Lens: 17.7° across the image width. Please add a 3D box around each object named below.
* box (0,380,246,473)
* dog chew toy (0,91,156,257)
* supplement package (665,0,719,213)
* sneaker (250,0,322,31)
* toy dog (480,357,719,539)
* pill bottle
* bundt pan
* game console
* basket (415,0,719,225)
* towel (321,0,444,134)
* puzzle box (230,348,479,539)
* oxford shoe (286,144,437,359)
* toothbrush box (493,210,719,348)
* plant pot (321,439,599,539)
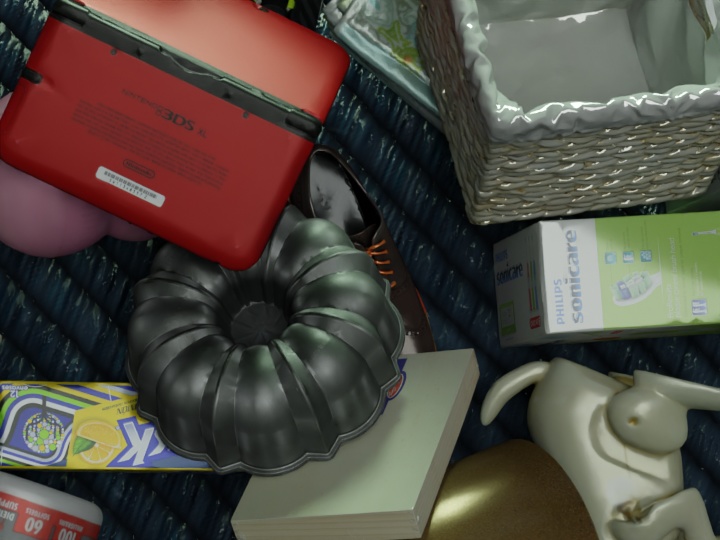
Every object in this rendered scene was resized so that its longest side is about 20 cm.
[{"bbox_3d":[-0.163,0.114,1.662,0.200,0.070,0.064,1,84,-10],"label":"box"},{"bbox_3d":[-0.174,-0.073,1.660,0.200,0.125,0.125,-2,84,-18],"label":"dog chew toy"},{"bbox_3d":[0.308,-0.155,1.732,0.151,0.152,0.200,-5,85,-10],"label":"supplement package"},{"bbox_3d":[-0.058,-0.190,1.707,0.072,0.083,0.200,5,83,-10],"label":"sneaker"},{"bbox_3d":[0.178,0.171,1.681,0.194,0.140,0.200,11,86,-14],"label":"toy dog"},{"bbox_3d":[-0.263,0.243,1.607,0.116,0.116,0.200,19,81,-7],"label":"pill bottle"},{"bbox_3d":[-0.071,0.038,1.601,0.202,0.076,0.202,-3,61,5],"label":"bundt pan"},{"bbox_3d":[-0.129,-0.117,1.609,0.200,0.119,0.172,25,95,-3],"label":"game console"},{"bbox_3d":[0.150,-0.153,1.626,0.200,0.161,0.198,-8,62,-12],"label":"basket"},{"bbox_3d":[0.093,-0.188,1.752,0.200,0.048,0.171,40,80,-4],"label":"towel"},{"bbox_3d":[0.001,0.122,1.615,0.133,0.200,0.025,-6,119,20],"label":"puzzle box"},{"bbox_3d":[0.000,0.000,1.701,0.071,0.073,0.200,-30,89,-12],"label":"oxford shoe"},{"bbox_3d":[0.212,0.006,1.701,0.200,0.146,0.086,-2,85,-11],"label":"toothbrush box"},{"bbox_3d":[0.041,0.226,1.588,0.200,0.186,0.187,-10,85,-26],"label":"plant pot"}]
